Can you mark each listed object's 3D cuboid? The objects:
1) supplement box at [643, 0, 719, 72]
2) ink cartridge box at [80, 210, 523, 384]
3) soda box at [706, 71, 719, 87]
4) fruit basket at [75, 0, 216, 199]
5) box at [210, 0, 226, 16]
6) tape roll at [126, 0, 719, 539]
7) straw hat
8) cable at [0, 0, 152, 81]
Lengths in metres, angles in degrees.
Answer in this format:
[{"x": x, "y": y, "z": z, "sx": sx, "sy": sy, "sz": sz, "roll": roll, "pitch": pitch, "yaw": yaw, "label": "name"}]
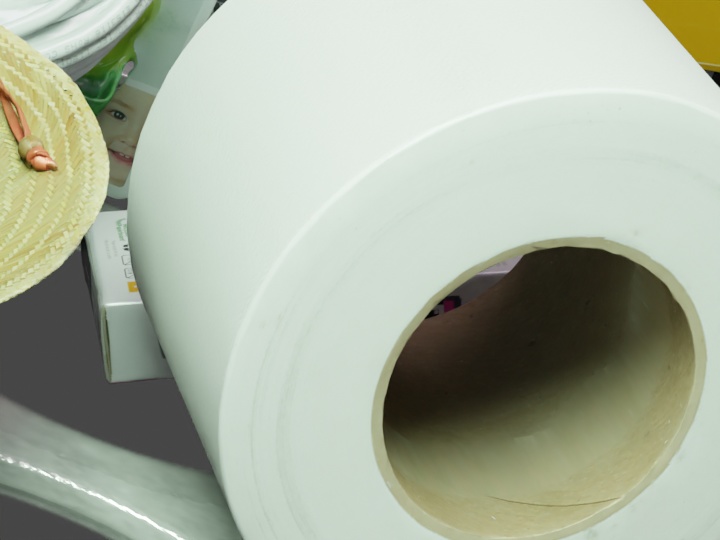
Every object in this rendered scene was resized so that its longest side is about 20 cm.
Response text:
[{"x": 0.172, "y": -0.198, "z": 1.151, "sx": 0.132, "sy": 0.199, "sz": 0.200, "roll": 12, "pitch": 23, "yaw": 38, "label": "supplement box"}, {"x": 0.000, "y": 0.000, "z": 1.040, "sx": 0.199, "sy": 0.037, "sz": 0.095, "roll": -7, "pitch": 22, "yaw": -7, "label": "ink cartridge box"}, {"x": 0.078, "y": -0.071, "z": 1.289, "sx": 0.199, "sy": 0.064, "sz": 0.071, "roll": -28, "pitch": 59, "yaw": -29, "label": "soda box"}, {"x": -0.141, "y": -0.137, "z": 1.113, "sx": 0.184, "sy": 0.200, "sz": 0.094, "roll": 24, "pitch": 37, "yaw": -7, "label": "fruit basket"}, {"x": -0.009, "y": -0.155, "z": 1.174, "sx": 0.131, "sy": 0.201, "sz": 0.115, "roll": 16, "pitch": 42, "yaw": 17, "label": "box"}, {"x": 0.036, "y": 0.004, "z": 0.905, "sx": 0.202, "sy": 0.203, "sz": 0.139, "roll": 18, "pitch": 22, "yaw": -25, "label": "tape roll"}, {"x": -0.176, "y": -0.011, "z": 0.851, "sx": 0.200, "sy": 0.085, "sz": 0.202, "roll": 15, "pitch": 33, "yaw": -10, "label": "straw hat"}, {"x": -0.154, "y": -0.151, "z": 0.984, "sx": 0.199, "sy": 0.069, "sz": 0.201, "roll": 12, "pitch": 64, "yaw": -25, "label": "cable"}]
